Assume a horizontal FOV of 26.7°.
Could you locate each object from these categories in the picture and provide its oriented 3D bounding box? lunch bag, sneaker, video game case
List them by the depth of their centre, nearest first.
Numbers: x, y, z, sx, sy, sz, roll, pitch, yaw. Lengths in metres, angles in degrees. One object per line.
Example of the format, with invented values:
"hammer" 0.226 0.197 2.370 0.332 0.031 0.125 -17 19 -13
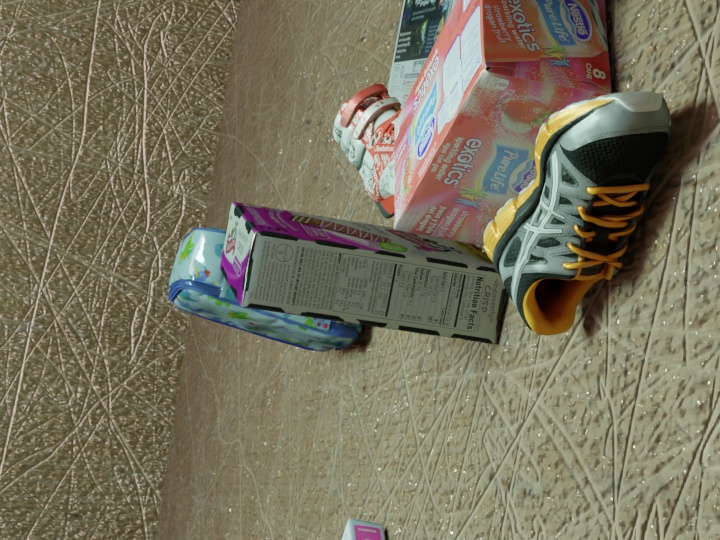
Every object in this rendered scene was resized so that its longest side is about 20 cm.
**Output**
"sneaker" 0.138 -0.034 0.913 0.200 0.078 0.078 113 149 -55
"sneaker" 0.030 -0.115 1.319 0.108 0.067 0.201 57 165 1
"video game case" 0.064 -0.209 1.449 0.200 0.023 0.183 -152 71 -77
"lunch bag" -0.095 0.023 1.563 0.161 0.199 0.083 162 125 -73

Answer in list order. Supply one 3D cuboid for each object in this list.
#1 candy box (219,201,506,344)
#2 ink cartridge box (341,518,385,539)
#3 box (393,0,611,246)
"candy box" 0.000 0.000 1.169 0.136 0.198 0.062 -136 57 -73
"ink cartridge box" -0.001 0.323 1.289 0.200 0.042 0.120 -97 21 -59
"box" 0.095 -0.112 1.078 0.200 0.094 0.103 118 158 -55
